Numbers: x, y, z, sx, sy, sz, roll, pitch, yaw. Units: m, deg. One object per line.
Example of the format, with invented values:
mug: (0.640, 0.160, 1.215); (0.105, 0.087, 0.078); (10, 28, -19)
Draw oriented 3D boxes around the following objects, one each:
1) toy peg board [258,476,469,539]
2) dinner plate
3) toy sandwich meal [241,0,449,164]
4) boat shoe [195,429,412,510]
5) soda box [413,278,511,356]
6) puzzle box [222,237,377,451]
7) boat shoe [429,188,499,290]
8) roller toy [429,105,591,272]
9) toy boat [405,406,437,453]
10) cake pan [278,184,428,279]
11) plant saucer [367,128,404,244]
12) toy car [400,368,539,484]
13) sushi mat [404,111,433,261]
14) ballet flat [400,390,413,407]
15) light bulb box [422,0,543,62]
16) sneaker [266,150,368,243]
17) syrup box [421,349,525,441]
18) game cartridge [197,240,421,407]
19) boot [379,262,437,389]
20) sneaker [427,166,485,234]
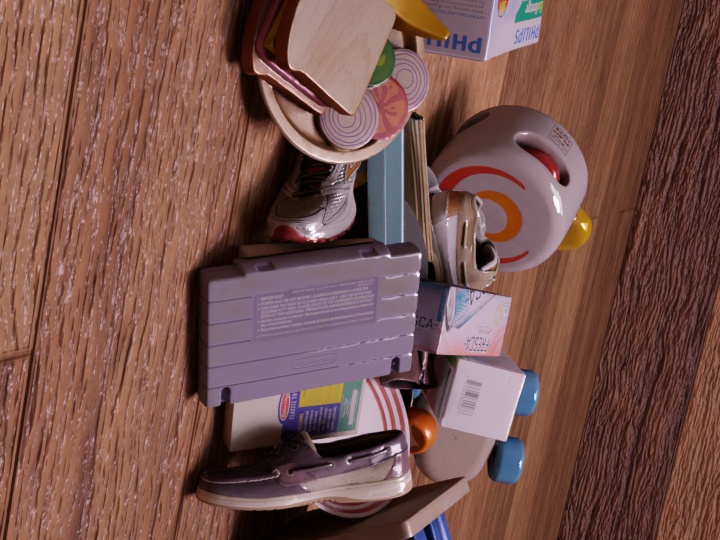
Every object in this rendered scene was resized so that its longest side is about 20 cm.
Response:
toy peg board: (0.004, 0.300, 1.229); (0.200, 0.199, 0.098); (-9, 83, -68)
dinner plate: (-0.025, 0.153, 1.200); (0.200, 0.024, 0.200); (24, 53, -37)
toy sandwich meal: (-0.006, -0.185, 0.994); (0.205, 0.070, 0.205); (-8, 102, -39)
boat shoe: (-0.051, 0.178, 1.082); (0.072, 0.200, 0.065); (-143, -129, -79)
soda box: (0.090, 0.048, 1.189); (0.200, 0.064, 0.068); (10, 92, -66)
puzzle box: (-0.054, 0.068, 1.077); (0.133, 0.025, 0.200); (-4, 117, -26)
boat shoe: (0.119, -0.004, 1.311); (0.075, 0.068, 0.200); (-80, 155, -44)
roller toy: (0.184, -0.104, 1.465); (0.140, 0.200, 0.183); (-53, 145, -47)
toy boat: (0.021, 0.167, 1.308); (0.131, 0.131, 0.200); (75, 35, -55)
cake pan: (0.000, 0.000, 1.162); (0.200, 0.037, 0.200); (0, 90, -49)
plant saucer: (0.025, -0.089, 1.112); (0.070, 0.019, 0.200); (-27, 119, -67)
toy car: (0.116, 0.175, 1.579); (0.200, 0.184, 0.177); (-123, -136, -78)
sushi mat: (0.033, -0.100, 1.214); (0.012, 0.096, 0.200); (-37, 143, -25)
ballet flat: (0.044, 0.127, 1.429); (0.067, 0.046, 0.200); (3, 100, -34)
light bulb box: (0.115, -0.332, 1.221); (0.198, 0.125, 0.200); (-35, 134, -61)
sneaker: (-0.037, -0.096, 1.076); (0.200, 0.078, 0.082); (-65, 153, -46)
syrup box: (0.121, 0.122, 1.348); (0.200, 0.081, 0.079); (-121, -134, -79)
game cartridge: (-0.044, 0.043, 1.033); (0.200, 0.038, 0.130); (-8, 114, -24)
boot: (0.056, 0.053, 1.318); (0.200, 0.072, 0.167); (9, 64, -57)
sneaker: (0.062, -0.075, 1.350); (0.200, 0.080, 0.070); (34, 80, -48)
